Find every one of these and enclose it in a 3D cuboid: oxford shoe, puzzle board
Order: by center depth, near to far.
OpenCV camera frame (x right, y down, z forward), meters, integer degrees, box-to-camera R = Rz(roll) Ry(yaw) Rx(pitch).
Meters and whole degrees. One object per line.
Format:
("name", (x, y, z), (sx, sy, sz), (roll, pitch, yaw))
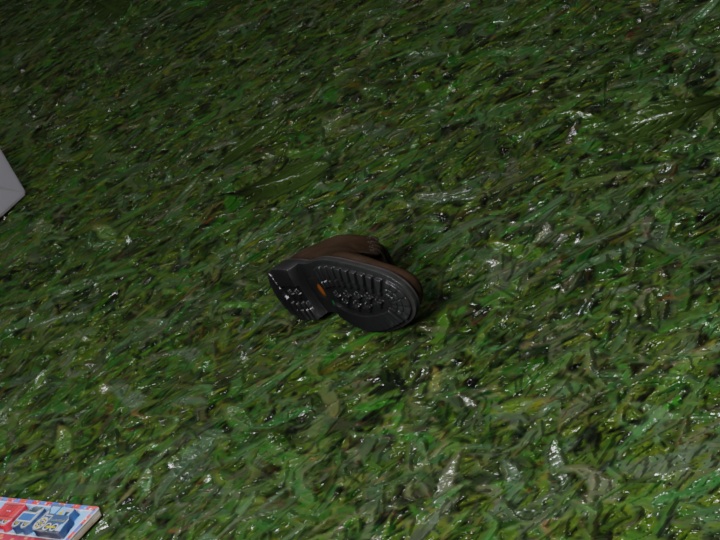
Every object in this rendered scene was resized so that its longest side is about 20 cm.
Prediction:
("puzzle board", (-0.323, 0.240, 1.637), (0.199, 0.017, 0.151), (-3, 34, 46))
("oxford shoe", (0.000, 0.000, 1.692), (0.084, 0.073, 0.199), (-37, 25, -23))

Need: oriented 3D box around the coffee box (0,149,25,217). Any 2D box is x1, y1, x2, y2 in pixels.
("coffee box", (-0.522, -0.087, 2.428), (0.199, 0.080, 0.114), (-3, 34, 45))
